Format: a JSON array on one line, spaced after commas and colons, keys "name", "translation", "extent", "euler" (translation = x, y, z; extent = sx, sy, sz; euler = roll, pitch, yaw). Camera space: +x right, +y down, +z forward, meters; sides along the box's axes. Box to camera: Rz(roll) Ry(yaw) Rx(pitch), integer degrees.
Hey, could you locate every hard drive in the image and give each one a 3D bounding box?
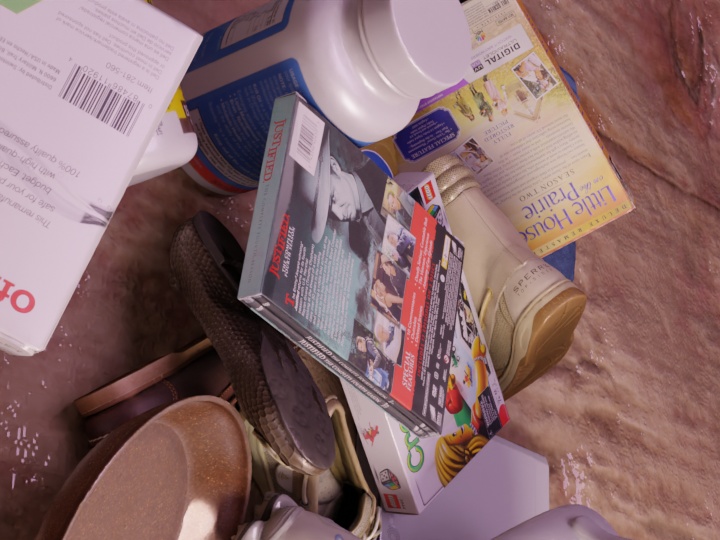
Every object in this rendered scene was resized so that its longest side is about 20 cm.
[{"name": "hard drive", "translation": [0.070, 0.175, 1.406], "extent": [0.200, 0.026, 0.133], "euler": [27, 56, -44]}]

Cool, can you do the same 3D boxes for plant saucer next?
[{"name": "plant saucer", "translation": [-0.132, 0.159, 1.091], "extent": [0.200, 0.037, 0.201], "euler": [-43, 144, -42]}]

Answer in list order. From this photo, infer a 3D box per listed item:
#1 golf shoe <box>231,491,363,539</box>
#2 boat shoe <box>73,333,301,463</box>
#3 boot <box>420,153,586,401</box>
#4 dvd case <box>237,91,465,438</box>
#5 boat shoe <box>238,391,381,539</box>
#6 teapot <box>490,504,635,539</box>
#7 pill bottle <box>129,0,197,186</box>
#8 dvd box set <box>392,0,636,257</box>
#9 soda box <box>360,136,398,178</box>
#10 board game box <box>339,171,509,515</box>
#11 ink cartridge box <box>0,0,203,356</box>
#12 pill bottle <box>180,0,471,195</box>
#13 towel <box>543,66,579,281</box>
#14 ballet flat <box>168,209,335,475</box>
[{"name": "golf shoe", "translation": [-0.015, 0.229, 1.191], "extent": [0.078, 0.097, 0.201], "euler": [-54, 141, -36]}, {"name": "boat shoe", "translation": [-0.094, 0.074, 1.208], "extent": [0.200, 0.070, 0.071], "euler": [-29, 91, -43]}, {"name": "boot", "translation": [0.084, 0.011, 1.417], "extent": [0.073, 0.200, 0.156], "euler": [-36, 75, -17]}, {"name": "dvd case", "translation": [0.000, 0.000, 1.214], "extent": [0.200, 0.022, 0.147], "euler": [40, 48, -44]}, {"name": "boat shoe", "translation": [-0.020, 0.147, 1.229], "extent": [0.073, 0.063, 0.201], "euler": [-51, 140, -36]}, {"name": "teapot", "translation": [0.120, 0.258, 1.278], "extent": [0.146, 0.197, 0.200], "euler": [57, -7, 19]}, {"name": "pill bottle", "translation": [-0.177, -0.146, 1.157], "extent": [0.109, 0.109, 0.201], "euler": [-21, 93, -52]}, {"name": "dvd box set", "translation": [0.096, -0.100, 1.442], "extent": [0.200, 0.146, 0.029], "euler": [58, 17, -12]}, {"name": "soda box", "translation": [-0.020, -0.086, 1.365], "extent": [0.068, 0.064, 0.201], "euler": [2, 74, -51]}, {"name": "board game box", "translation": [0.033, 0.049, 1.317], "extent": [0.126, 0.034, 0.201], "euler": [-41, 120, -44]}, {"name": "ink cartridge box", "translation": [-0.198, -0.072, 1.040], "extent": [0.146, 0.084, 0.201], "euler": [30, 76, -15]}, {"name": "pill bottle", "translation": [-0.029, -0.128, 1.258], "extent": [0.112, 0.199, 0.113], "euler": [23, 59, -45]}, {"name": "towel", "translation": [0.135, -0.086, 1.570], "extent": [0.111, 0.048, 0.201], "euler": [30, 53, -41]}, {"name": "ballet flat", "translation": [-0.071, 0.047, 1.148], "extent": [0.067, 0.046, 0.200], "euler": [34, 22, -54]}]
